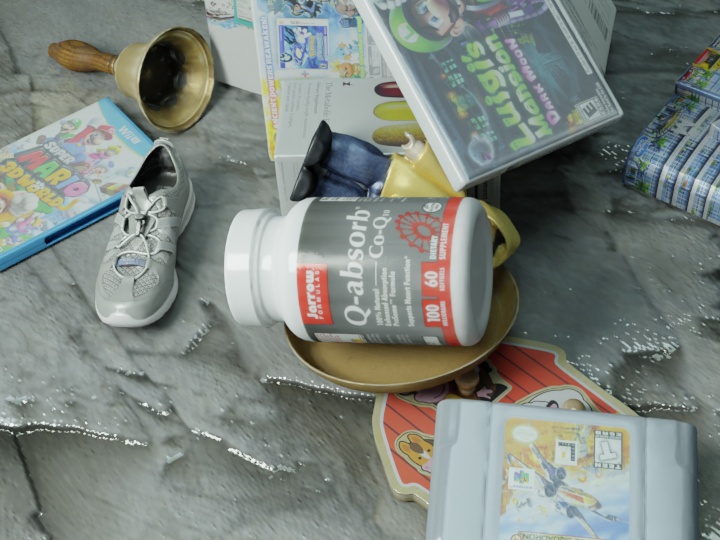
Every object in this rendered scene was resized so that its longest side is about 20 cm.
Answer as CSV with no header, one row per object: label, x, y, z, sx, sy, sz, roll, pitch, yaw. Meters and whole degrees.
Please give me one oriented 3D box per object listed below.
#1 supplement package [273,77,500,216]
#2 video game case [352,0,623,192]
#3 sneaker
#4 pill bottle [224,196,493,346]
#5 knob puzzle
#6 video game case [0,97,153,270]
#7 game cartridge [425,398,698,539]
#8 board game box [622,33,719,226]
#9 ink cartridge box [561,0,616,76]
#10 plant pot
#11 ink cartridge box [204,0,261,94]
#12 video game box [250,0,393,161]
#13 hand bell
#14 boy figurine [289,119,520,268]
supplement package,0.028,-0.100,1.273,0.197,0.110,0.115,-1,45,3
video game case,0.109,-0.186,1.197,0.180,0.023,0.202,-24,81,-26
sneaker,-0.198,-0.035,1.248,0.074,0.083,0.202,0,46,5
pill bottle,0.000,0.000,1.114,0.197,0.117,0.117,0,45,16
knob puzzle,0.095,0.112,1.115,0.216,0.031,0.221,-3,46,3
video game case,-0.295,-0.088,1.354,0.199,0.018,0.143,-30,50,-23
game cartridge,0.149,0.168,1.029,0.197,0.042,0.135,5,55,3
board game box,0.378,-0.120,1.297,0.198,0.062,0.200,26,53,28
ink cartridge box,0.174,-0.237,1.359,0.082,0.147,0.201,-16,37,31
plant pot,0.035,0.041,1.172,0.197,0.028,0.201,-6,35,4
ink cartridge box,-0.062,-0.291,1.405,0.144,0.201,0.147,18,49,20
video game box,-0.005,-0.197,1.309,0.179,0.202,0.047,-2,40,2
hand bell,-0.255,-0.210,1.443,0.198,0.105,0.104,16,48,37
boy figurine,0.040,-0.049,1.184,0.198,0.125,0.065,25,18,-4
